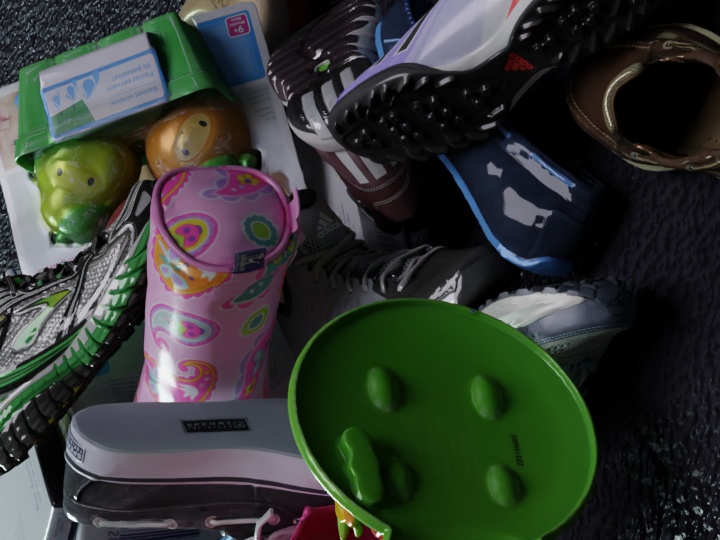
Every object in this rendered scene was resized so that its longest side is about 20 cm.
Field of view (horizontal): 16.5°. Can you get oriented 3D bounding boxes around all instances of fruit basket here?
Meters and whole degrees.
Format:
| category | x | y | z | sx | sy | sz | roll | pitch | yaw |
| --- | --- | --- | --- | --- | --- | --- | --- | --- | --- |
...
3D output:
| category | x | y | z | sx | sy | sz | roll | pitch | yaw |
| --- | --- | --- | --- | --- | --- | --- | --- | --- | --- |
| fruit basket | -0.126 | -0.046 | 1.477 | 0.185 | 0.094 | 0.200 | -18 | 67 | 10 |

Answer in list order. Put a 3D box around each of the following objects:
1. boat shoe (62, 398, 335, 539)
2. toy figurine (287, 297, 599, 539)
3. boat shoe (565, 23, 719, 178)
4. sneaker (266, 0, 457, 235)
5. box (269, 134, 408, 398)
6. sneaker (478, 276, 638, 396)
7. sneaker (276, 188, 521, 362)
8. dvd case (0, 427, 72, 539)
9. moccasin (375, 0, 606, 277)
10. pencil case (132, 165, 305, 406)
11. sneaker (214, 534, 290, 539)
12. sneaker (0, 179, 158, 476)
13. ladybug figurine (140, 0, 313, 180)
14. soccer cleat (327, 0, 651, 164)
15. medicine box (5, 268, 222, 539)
| category | x | y | z | sx | sy | sz | roll | pitch | yaw |
| --- | --- | --- | --- | --- | --- | --- | --- | --- | --- |
| boat shoe | -0.061 | 0.115 | 1.341 | 0.074 | 0.199 | 0.068 | -121 | 35 | -57 |
| toy figurine | 0.021 | 0.148 | 1.195 | 0.184 | 0.150 | 0.200 | 111 | 157 | -45 |
| boat shoe | 0.148 | -0.084 | 1.189 | 0.202 | 0.075 | 0.075 | 20 | 98 | 60 |
| sneaker | 0.005 | -0.079 | 1.432 | 0.076 | 0.116 | 0.200 | -30 | 21 | 12 |
| box | -0.041 | 0.005 | 1.524 | 0.200 | 0.036 | 0.145 | -47 | 43 | 41 |
| sneaker | 0.087 | 0.066 | 1.264 | 0.200 | 0.077 | 0.087 | -42 | 58 | 55 |
| sneaker | 0.000 | 0.000 | 1.354 | 0.200 | 0.075 | 0.116 | -35 | 82 | 52 |
| dvd case | -0.217 | 0.148 | 1.563 | 0.200 | 0.017 | 0.143 | 110 | 147 | -46 |
| moccasin | 0.078 | -0.084 | 1.326 | 0.068 | 0.080 | 0.200 | -53 | 52 | 28 |
| pencil case | -0.080 | 0.030 | 1.371 | 0.200 | 0.087 | 0.088 | 102 | 158 | -46 |
| sneaker | -0.068 | 0.236 | 1.469 | 0.087 | 0.075 | 0.200 | 52 | 132 | 43 |
| sneaker | -0.176 | 0.024 | 1.415 | 0.200 | 0.085 | 0.078 | -49 | -1 | 13 |
| ladybug figurine | -0.083 | -0.110 | 1.595 | 0.200 | 0.072 | 0.136 | -65 | 34 | 24 |
| soccer cleat | 0.064 | -0.122 | 1.260 | 0.200 | 0.068 | 0.073 | -32 | 42 | 34 |
| medicine box | -0.159 | 0.120 | 1.576 | 0.200 | 0.103 | 0.183 | -125 | 37 | -52 |
